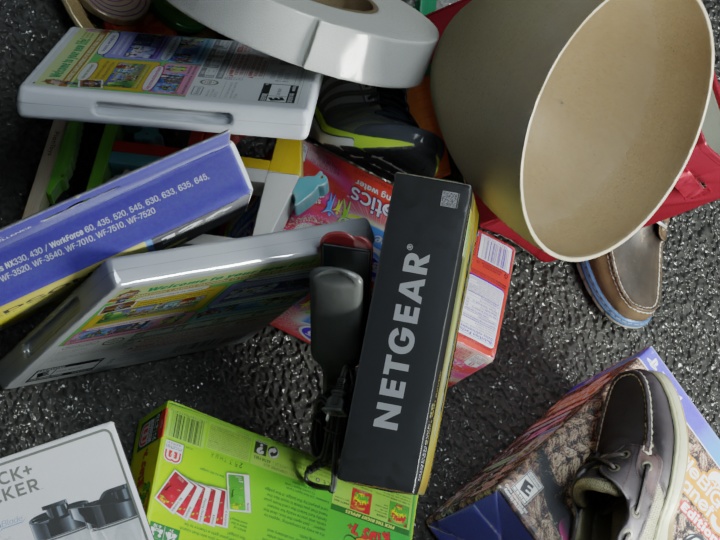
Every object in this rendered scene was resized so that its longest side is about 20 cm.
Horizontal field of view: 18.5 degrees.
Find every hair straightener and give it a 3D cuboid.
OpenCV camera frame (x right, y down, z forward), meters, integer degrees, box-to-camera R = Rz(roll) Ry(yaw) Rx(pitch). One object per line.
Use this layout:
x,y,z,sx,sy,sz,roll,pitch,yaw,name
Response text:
-0.023,0.074,1.428,0.041,0.200,0.077,12,38,4,hair straightener

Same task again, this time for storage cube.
0.171,-0.128,1.671,0.171,0.180,0.200,22,49,-67,storage cube

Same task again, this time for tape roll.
-0.044,-0.182,1.519,0.203,0.037,0.203,20,16,-6,tape roll

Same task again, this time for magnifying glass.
0.039,-0.169,1.716,0.022,0.080,0.200,-9,85,-39,magnifying glass

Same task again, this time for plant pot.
0.126,-0.123,1.501,0.134,0.200,0.200,28,39,36,plant pot

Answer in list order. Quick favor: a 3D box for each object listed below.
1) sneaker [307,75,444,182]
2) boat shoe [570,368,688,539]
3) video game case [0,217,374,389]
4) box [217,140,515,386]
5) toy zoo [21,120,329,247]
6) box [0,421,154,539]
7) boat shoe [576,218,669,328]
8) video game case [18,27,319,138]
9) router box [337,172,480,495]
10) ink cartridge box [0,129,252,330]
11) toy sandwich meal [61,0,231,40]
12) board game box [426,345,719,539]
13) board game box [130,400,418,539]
0.006,-0.116,1.578,0.074,0.200,0.081,25,93,-30,sneaker
0.179,0.156,1.529,0.065,0.072,0.200,23,64,-29,boat shoe
-0.116,0.021,1.447,0.200,0.182,0.022,-10,73,-36,video game case
0.000,0.000,1.589,0.200,0.095,0.100,26,57,-21,box
-0.120,-0.070,1.521,0.200,0.020,0.131,7,59,8,toy zoo
-0.177,0.208,1.374,0.117,0.060,0.200,-17,78,-12,box
0.213,-0.055,1.770,0.072,0.072,0.200,5,66,-33,boat shoe
-0.119,-0.126,1.466,0.182,0.200,0.022,5,107,1,video game case
0.034,0.046,1.451,0.052,0.157,0.200,10,86,6,router box
-0.163,-0.019,1.376,0.198,0.200,0.047,-24,90,-4,ink cartridge box
-0.133,-0.229,1.623,0.205,0.070,0.205,14,62,-28,toy sandwich meal
0.177,0.182,1.623,0.200,0.097,0.159,-38,92,-39,board game box
-0.061,0.172,1.501,0.200,0.048,0.102,22,59,-23,board game box
